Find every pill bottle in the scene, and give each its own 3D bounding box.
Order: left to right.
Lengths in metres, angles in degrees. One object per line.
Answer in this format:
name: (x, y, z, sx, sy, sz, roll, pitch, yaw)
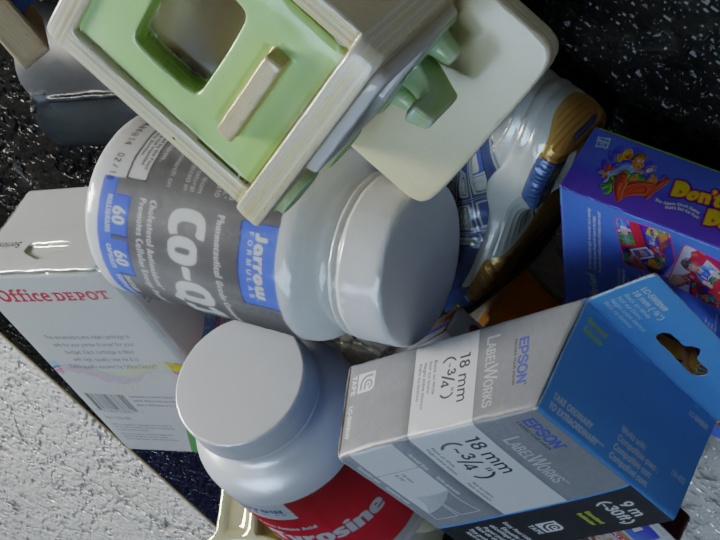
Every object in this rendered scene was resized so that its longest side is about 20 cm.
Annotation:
pill bottle: (-0.050, -0.023, 0.872, 0.200, 0.114, 0.114, 13, 141, 29)
pill bottle: (-0.036, 0.111, 0.963, 0.112, 0.112, 0.200, 17, 160, 31)

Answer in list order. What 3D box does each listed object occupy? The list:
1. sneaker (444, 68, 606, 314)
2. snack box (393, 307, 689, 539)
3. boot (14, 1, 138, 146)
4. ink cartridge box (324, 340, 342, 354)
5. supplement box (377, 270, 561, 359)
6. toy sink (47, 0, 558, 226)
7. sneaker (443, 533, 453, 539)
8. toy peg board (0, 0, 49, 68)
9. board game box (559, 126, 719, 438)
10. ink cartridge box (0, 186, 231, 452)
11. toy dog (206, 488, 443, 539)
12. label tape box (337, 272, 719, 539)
sneaker: (0.074, -0.054, 0.879, 0.088, 0.075, 0.200, 40, 142, 15)
snack box: (0.112, 0.105, 0.937, 0.200, 0.024, 0.072, 42, 146, -9)
boot: (-0.138, -0.097, 1.020, 0.168, 0.076, 0.201, 2, 127, 40)
ink cartridge box: (-0.101, 0.040, 1.153, 0.160, 0.047, 0.200, 13, 148, 22)
supplement box: (0.088, 0.091, 1.036, 0.126, 0.074, 0.200, 42, 148, -9)
toy sink: (-0.030, -0.110, 0.720, 0.200, 0.112, 0.130, 42, 133, 0)
sneaker: (0.117, 0.266, 1.234, 0.199, 0.076, 0.114, -10, 118, 45)
toy peg board: (-0.220, -0.232, 0.847, 0.200, 0.098, 0.199, 50, 179, -19)
board game box: (0.184, 0.018, 0.846, 0.134, 0.045, 0.200, 24, 154, 22)
ink cartridge box: (-0.152, 0.037, 1.053, 0.145, 0.088, 0.200, -2, 138, 39)
toy dog: (-0.008, 0.182, 1.163, 0.193, 0.140, 0.200, -12, 160, 25)
label tape box: (0.109, 0.088, 0.826, 0.200, 0.063, 0.144, -20, 137, 35)
